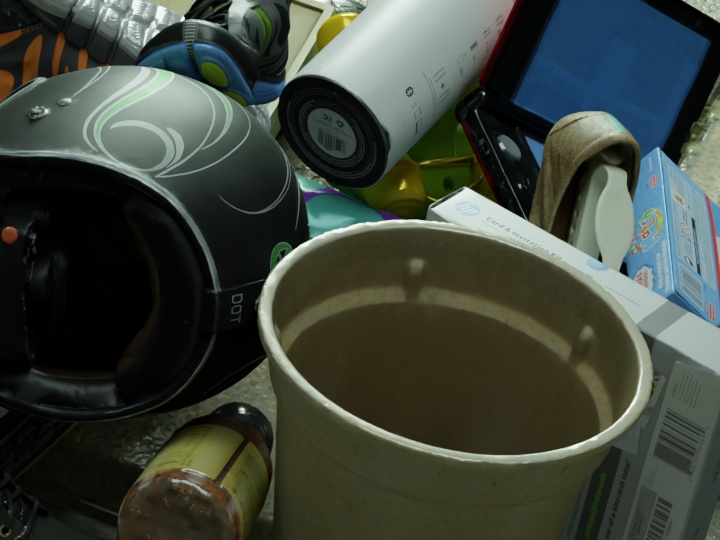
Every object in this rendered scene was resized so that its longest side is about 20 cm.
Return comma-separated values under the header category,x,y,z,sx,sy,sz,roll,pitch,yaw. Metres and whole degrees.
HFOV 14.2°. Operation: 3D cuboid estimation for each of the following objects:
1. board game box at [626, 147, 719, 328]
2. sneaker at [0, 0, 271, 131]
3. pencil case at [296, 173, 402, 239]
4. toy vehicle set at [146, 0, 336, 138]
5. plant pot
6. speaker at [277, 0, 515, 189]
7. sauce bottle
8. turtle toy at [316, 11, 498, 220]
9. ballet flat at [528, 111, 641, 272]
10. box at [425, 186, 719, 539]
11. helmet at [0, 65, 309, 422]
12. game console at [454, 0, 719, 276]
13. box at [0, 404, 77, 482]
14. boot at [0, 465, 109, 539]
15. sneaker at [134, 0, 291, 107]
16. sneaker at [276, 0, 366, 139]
category,x,y,z,sx,sy,sz,roll,pitch,yaw
board game box,0.229,0.039,1.679,0.200,0.037,0.152,41,26,-22
sneaker,-0.158,-0.110,1.761,0.200,0.112,0.078,34,30,-9
pencil case,0.000,0.000,1.714,0.199,0.085,0.092,21,-2,15
toy vehicle set,-0.112,-0.106,1.816,0.124,0.027,0.200,21,58,15
plant pot,0.033,0.106,1.482,0.199,0.184,0.201,8,34,-5
speaker,0.038,-0.137,1.750,0.081,0.081,0.200,26,49,20
sauce bottle,-0.078,0.112,1.506,0.066,0.066,0.200,16,11,6
turtle toy,0.050,-0.081,1.834,0.199,0.101,0.146,-3,59,-24
ballet flat,0.122,0.009,1.638,0.068,0.201,0.072,14,1,-25
box,0.110,0.068,1.588,0.200,0.156,0.041,29,36,24
helmet,-0.125,-0.017,1.533,0.199,0.201,0.191,17,20,7
game console,0.166,-0.080,1.763,0.200,0.119,0.173,22,35,-45
box,-0.225,0.042,1.616,0.159,0.050,0.200,25,36,15
boot,-0.179,0.114,1.443,0.199,0.139,0.078,8,33,-8
sneaker,-0.081,-0.134,1.640,0.070,0.083,0.200,9,8,9
sneaker,-0.057,-0.121,1.897,0.199,0.067,0.090,-19,47,-32
